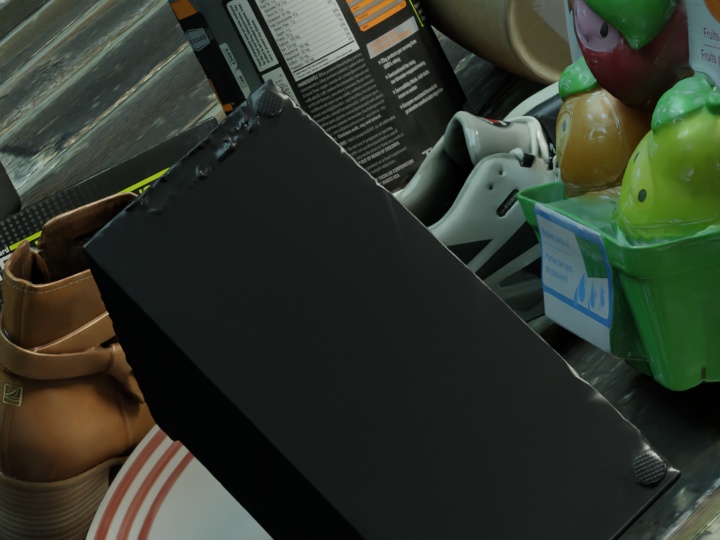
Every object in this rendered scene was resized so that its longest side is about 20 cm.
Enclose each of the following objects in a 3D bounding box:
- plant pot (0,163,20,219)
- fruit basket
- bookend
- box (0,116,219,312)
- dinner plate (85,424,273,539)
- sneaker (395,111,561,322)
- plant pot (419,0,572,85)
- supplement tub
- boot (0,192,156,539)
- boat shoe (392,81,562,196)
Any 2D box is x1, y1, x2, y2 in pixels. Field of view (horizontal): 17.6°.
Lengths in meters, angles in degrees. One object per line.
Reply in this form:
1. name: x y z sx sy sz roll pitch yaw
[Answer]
1. plant pot: -0.391 -0.062 1.844 0.177 0.201 0.200 -33 14 -27
2. fruit basket: 0.104 -0.062 0.863 0.093 0.202 0.185 -18 16 -11
3. bookend: 0.008 0.063 0.855 0.092 0.200 0.199 -42 -18 -13
4. box: -0.166 -0.012 1.206 0.192 0.048 0.200 -30 4 -13
5. dinner plate: -0.038 0.094 1.010 0.199 0.024 0.201 -28 29 17
6. sneaker: 0.079 -0.034 0.991 0.199 0.089 0.074 -26 26 -13
7. plant pot: 0.096 -0.185 1.261 0.187 0.188 0.200 -35 31 9
8. supplement tub: -0.026 -0.126 1.248 0.122 0.201 0.123 -26 8 4
9. boot: -0.118 0.029 1.111 0.076 0.156 0.200 18 32 24
10. boat shoe: 0.074 -0.025 1.072 0.199 0.072 0.068 -32 37 13
